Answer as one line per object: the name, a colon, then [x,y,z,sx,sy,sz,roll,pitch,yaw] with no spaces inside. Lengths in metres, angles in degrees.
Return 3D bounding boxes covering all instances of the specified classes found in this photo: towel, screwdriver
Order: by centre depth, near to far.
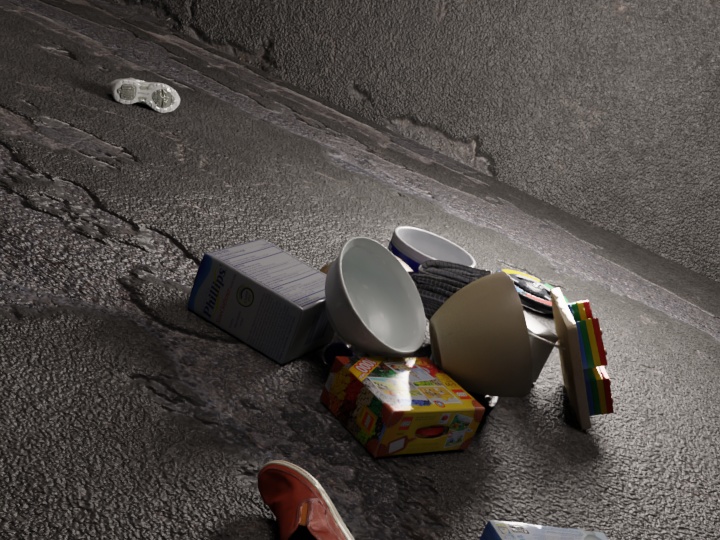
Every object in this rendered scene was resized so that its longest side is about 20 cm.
towel: [0.188,0.076,1.755,0.199,0.086,0.167,16,-36,54]
screwdriver: [0.293,0.114,1.760,0.029,0.028,0.199,-36,37,-19]

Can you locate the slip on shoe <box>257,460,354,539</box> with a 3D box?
slip on shoe: [-0.064,0.285,1.073,0.060,0.075,0.200,2,32,-40]

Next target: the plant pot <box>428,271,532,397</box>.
plant pot: [0.184,0.112,1.558,0.132,0.204,0.201,-9,24,-5]

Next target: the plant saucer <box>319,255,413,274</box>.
plant saucer: [0.000,0.000,1.816,0.196,0.036,0.200,-8,-4,-1]

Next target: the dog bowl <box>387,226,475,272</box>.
dog bowl: [0.153,-0.019,2.161,0.197,0.080,0.201,20,19,-7]

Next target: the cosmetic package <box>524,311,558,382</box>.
cosmetic package: [0.271,0.119,1.867,0.084,0.109,0.200,9,24,-45]

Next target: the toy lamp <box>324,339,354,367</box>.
toy lamp: [-0.007,0.084,1.621,0.057,0.059,0.201,23,36,4]

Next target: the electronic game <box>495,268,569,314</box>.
electronic game: [0.417,0.048,2.343,0.197,0.042,0.200,21,18,-7]

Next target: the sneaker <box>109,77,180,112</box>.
sneaker: [-0.584,-0.484,2.605,0.198,0.079,0.099,10,18,-36]

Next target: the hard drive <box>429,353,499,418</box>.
hard drive: [0.176,0.188,1.666,0.133,0.043,0.200,24,18,5]

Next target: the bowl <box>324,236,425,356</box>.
bowl: [0.008,0.056,1.529,0.200,0.090,0.204,34,40,-34]

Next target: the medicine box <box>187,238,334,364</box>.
medicine box: [-0.148,0.045,1.587,0.198,0.104,0.182,28,19,18]

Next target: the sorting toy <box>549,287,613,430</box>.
sorting toy: [0.409,0.153,1.775,0.068,0.202,0.200,-10,18,6]

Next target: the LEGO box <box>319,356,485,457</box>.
LEGO box: [0.062,0.199,1.443,0.198,0.078,0.149,5,25,-43]

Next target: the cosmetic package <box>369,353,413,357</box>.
cosmetic package: [0.018,0.093,1.728,0.081,0.051,0.200,4,25,-31]

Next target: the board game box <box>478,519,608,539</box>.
board game box: [0.272,0.397,1.191,0.197,0.044,0.199,14,20,-27]
